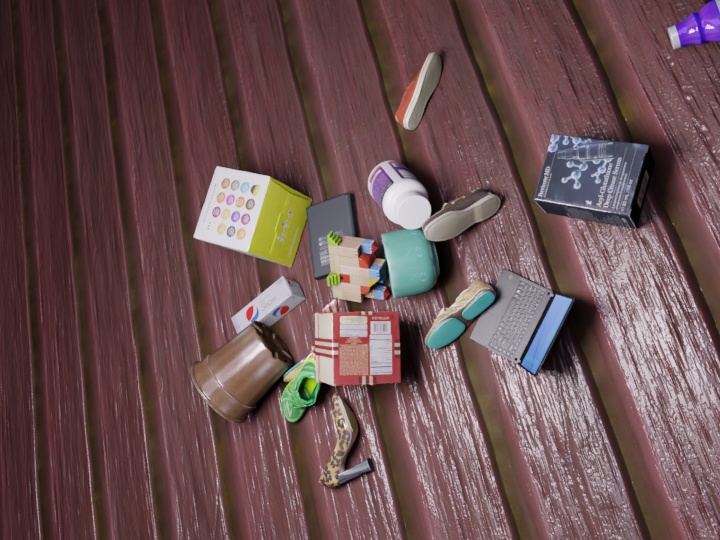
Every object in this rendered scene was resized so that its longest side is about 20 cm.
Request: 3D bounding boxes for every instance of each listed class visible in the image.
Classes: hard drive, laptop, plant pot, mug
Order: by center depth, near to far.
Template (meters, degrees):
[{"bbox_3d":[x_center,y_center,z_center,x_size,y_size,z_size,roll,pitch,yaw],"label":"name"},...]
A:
[{"bbox_3d":[0.335,0.104,1.395,0.199,0.103,0.178,28,93,32],"label":"laptop"},{"bbox_3d":[0.115,-0.035,1.529,0.113,0.152,0.186,-11,63,2],"label":"mug"},{"bbox_3d":[-0.292,0.247,1.686,0.198,0.200,0.201,-43,61,7],"label":"plant pot"},{"bbox_3d":[-0.071,-0.089,1.721,0.139,0.033,0.202,-17,71,26],"label":"hard drive"}]

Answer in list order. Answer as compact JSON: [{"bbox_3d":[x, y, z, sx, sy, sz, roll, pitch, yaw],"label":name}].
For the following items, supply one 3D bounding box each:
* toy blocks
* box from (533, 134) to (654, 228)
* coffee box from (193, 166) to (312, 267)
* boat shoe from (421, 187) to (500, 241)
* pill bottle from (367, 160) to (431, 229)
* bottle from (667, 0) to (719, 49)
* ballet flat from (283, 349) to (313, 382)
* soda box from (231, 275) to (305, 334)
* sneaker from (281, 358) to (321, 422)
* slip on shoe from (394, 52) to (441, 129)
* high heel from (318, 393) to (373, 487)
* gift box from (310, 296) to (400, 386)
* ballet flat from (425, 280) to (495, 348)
[{"bbox_3d":[0.000,0.000,1.585,0.136,0.100,0.201,8,124,20],"label":"toy blocks"},{"bbox_3d":[0.486,-0.186,1.375,0.199,0.107,0.150,14,86,33],"label":"box"},{"bbox_3d":[-0.280,-0.140,1.758,0.197,0.200,0.201,15,86,31],"label":"coffee box"},{"bbox_3d":[0.221,-0.130,1.501,0.199,0.072,0.060,-27,44,-13],"label":"boat shoe"},{"bbox_3d":[0.094,-0.175,1.553,0.112,0.111,0.200,-48,30,12],"label":"pill bottle"},{"bbox_3d":[0.731,-0.507,1.332,0.199,0.065,0.084,-17,69,26],"label":"bottle"},{"bbox_3d":[-0.113,0.230,1.654,0.200,0.071,0.071,-45,60,14],"label":"ballet flat"},{"bbox_3d":[-0.246,0.101,1.757,0.200,0.068,0.064,-37,62,18],"label":"soda box"},{"bbox_3d":[-0.147,0.301,1.613,0.074,0.084,0.201,23,120,-6],"label":"sneaker"},{"bbox_3d":[0.144,-0.456,1.664,0.061,0.074,0.201,28,98,35],"label":"slip on shoe"},{"bbox_3d":[-0.069,0.409,1.575,0.142,0.071,0.201,-27,75,15],"label":"high heel"},{"bbox_3d":[-0.005,0.161,1.512,0.187,0.183,0.202,161,113,-72],"label":"gift box"},{"bbox_3d":[0.221,0.097,1.496,0.200,0.070,0.065,-41,33,15],"label":"ballet flat"}]
